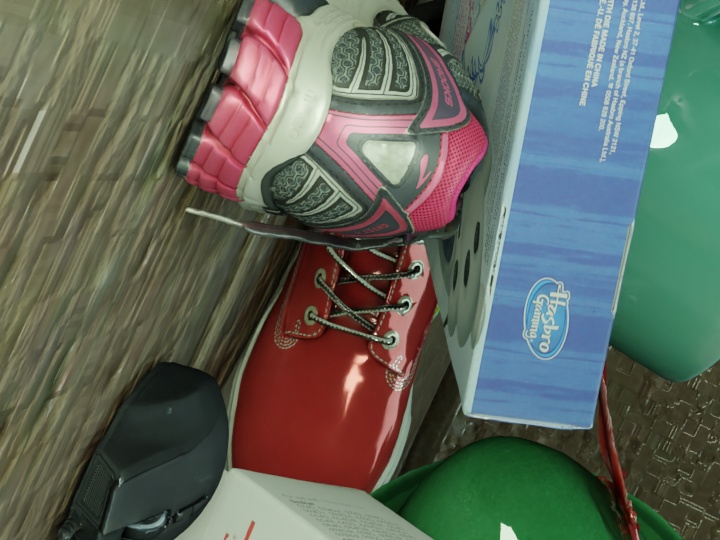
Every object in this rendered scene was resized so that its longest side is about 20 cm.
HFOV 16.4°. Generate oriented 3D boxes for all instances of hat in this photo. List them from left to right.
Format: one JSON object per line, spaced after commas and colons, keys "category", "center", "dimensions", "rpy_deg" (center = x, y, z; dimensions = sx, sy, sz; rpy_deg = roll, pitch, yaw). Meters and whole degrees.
{"category": "hat", "center": [0.061, 0.085, 0.850], "dimensions": [0.165, 0.200, 0.176], "rpy_deg": [-19, 149, -19]}

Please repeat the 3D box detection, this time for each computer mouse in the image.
{"category": "computer mouse", "center": [-0.078, 0.085, 0.739], "dimensions": [0.059, 0.034, 0.200], "rpy_deg": [-67, 174, 30]}

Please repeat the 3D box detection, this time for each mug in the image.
{"category": "mug", "center": [0.126, -0.062, 0.974], "dimensions": [0.185, 0.114, 0.152], "rpy_deg": [-56, -175, 15]}

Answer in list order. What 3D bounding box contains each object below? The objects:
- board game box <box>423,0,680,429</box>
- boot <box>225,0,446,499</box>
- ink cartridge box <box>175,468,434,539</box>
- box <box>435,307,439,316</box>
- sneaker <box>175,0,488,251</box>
{"category": "board game box", "center": [0.058, -0.082, 0.770], "dimensions": [0.199, 0.043, 0.200], "rpy_deg": [-101, -160, -69]}
{"category": "boot", "center": [0.000, 0.000, 0.946], "dimensions": [0.144, 0.072, 0.200], "rpy_deg": [103, 5, -65]}
{"category": "ink cartridge box", "center": [-0.007, 0.143, 0.825], "dimensions": [0.068, 0.200, 0.116], "rpy_deg": [13, 102, -42]}
{"category": "box", "center": [0.045, -0.037, 1.252], "dimensions": [0.200, 0.048, 0.122], "rpy_deg": [112, 4, -85]}
{"category": "sneaker", "center": [0.002, -0.038, 0.733], "dimensions": [0.200, 0.075, 0.081], "rpy_deg": [-43, 157, -79]}
